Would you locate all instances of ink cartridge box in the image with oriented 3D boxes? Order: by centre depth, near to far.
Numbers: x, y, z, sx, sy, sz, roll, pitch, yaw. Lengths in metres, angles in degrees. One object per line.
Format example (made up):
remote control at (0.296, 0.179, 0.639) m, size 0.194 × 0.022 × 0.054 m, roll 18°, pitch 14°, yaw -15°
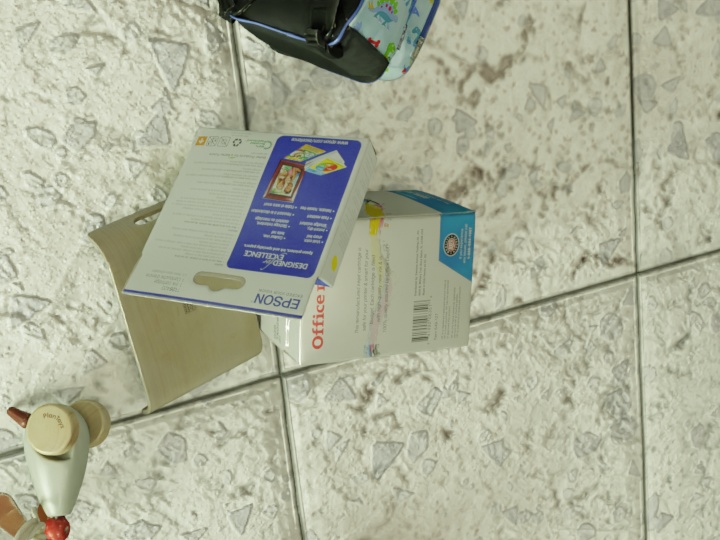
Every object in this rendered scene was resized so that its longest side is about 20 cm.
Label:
ink cartridge box at (-0.102, -0.042, 1.104) m, size 0.047 × 0.195 × 0.203 m, roll 59°, pitch 44°, yaw -54°
ink cartridge box at (0.000, 0.000, 1.229) m, size 0.197 × 0.144 × 0.150 m, roll -4°, pitch 105°, yaw -25°

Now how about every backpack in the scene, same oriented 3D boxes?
backpack at (-0.008, -0.295, 1.132) m, size 0.146 × 0.182 × 0.203 m, roll 27°, pitch 88°, yaw -52°

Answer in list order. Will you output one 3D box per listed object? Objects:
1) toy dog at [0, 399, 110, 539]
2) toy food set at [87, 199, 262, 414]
toy dog at (-0.324, 0.213, 1.155) m, size 0.132 × 0.095 × 0.203 m, roll 73°, pitch 31°, yaw -61°
toy food set at (-0.190, 0.031, 1.203) m, size 0.142 × 0.060 × 0.203 m, roll -26°, pitch 115°, yaw -30°
